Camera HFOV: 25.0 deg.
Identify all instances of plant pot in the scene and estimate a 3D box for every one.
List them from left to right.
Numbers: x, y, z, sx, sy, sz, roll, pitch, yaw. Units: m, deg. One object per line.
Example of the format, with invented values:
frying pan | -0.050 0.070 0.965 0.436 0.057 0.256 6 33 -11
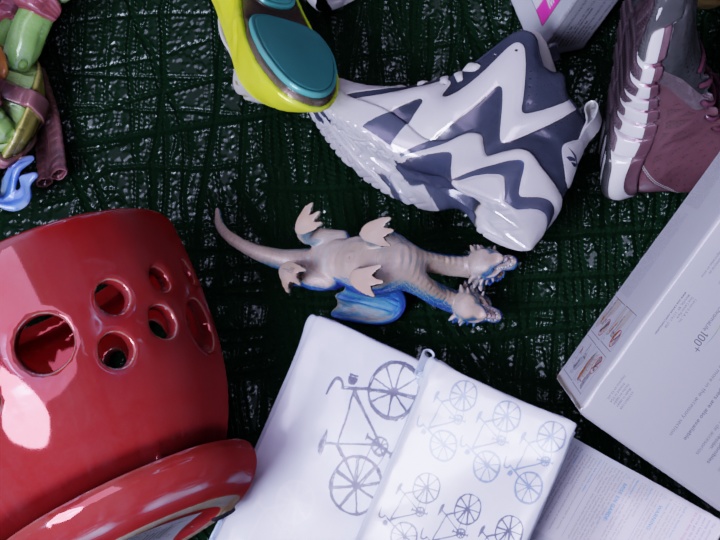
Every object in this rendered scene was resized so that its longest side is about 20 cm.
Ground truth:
plant pot | -0.168 0.085 0.979 0.199 0.200 0.183 -28 76 1

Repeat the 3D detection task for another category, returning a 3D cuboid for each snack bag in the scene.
snack bag | 0.011 0.139 0.991 0.199 0.021 0.190 25 91 26

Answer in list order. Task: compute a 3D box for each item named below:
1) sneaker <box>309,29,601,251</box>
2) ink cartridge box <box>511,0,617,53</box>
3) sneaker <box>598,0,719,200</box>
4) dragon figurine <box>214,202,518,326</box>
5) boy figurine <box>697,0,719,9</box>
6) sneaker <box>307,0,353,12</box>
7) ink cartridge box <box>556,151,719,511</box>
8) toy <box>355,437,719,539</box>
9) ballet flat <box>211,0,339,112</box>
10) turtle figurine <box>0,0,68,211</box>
sneaker | 0.068 -0.107 1.052 0.198 0.080 0.130 26 68 38
ink cartridge box | 0.133 -0.263 1.027 0.043 0.200 0.175 -12 69 -24
sneaker | 0.211 -0.114 0.977 0.114 0.201 0.076 3 60 1
dragon figurine | 0.000 0.000 1.045 0.199 0.099 0.059 3 75 31
boy figurine | 0.241 -0.206 0.986 0.124 0.200 0.065 -36 86 16
sneaker | -0.008 -0.292 1.111 0.146 0.081 0.200 42 90 12
ink cartridge box | 0.245 0.040 0.942 0.175 0.084 0.201 35 97 -8
toy | 0.108 0.156 0.988 0.199 0.047 0.116 29 85 22
ballet flat | -0.064 -0.152 1.076 0.067 0.066 0.201 -58 37 34
turtle figurine | -0.273 -0.156 1.097 0.199 0.144 0.195 24 76 12
